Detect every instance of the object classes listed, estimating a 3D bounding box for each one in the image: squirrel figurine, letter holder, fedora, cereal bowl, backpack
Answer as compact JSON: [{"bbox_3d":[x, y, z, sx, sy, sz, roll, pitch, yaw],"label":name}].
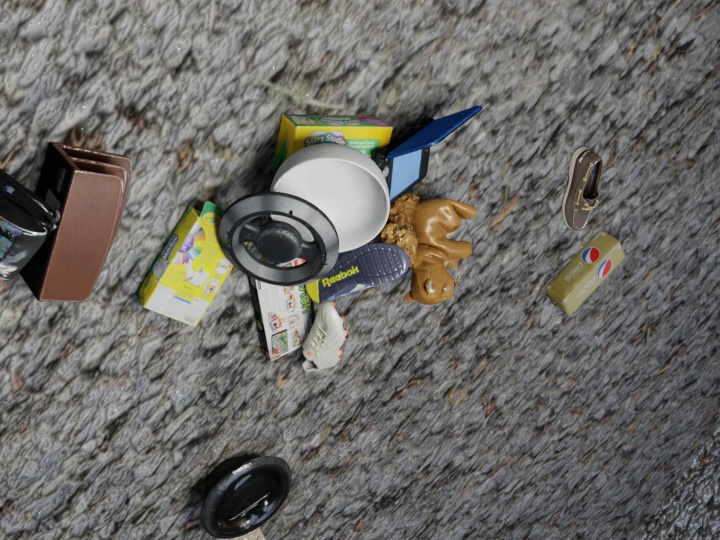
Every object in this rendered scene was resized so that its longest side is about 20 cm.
[{"bbox_3d":[0.108,-0.037,1.720,0.197,0.141,0.191,17,76,-26],"label":"squirrel figurine"},{"bbox_3d":[-0.398,-0.064,1.351,0.140,0.100,0.203,6,114,-43],"label":"letter holder"},{"bbox_3d":[-0.235,0.422,1.804,0.198,0.091,0.204,-21,129,-28],"label":"fedora"},{"bbox_3d":[-0.050,-0.127,1.495,0.195,0.084,0.202,-2,135,-2],"label":"cereal bowl"},{"bbox_3d":[-0.509,-0.077,1.187,0.200,0.178,0.151,42,92,-19],"label":"backpack"}]

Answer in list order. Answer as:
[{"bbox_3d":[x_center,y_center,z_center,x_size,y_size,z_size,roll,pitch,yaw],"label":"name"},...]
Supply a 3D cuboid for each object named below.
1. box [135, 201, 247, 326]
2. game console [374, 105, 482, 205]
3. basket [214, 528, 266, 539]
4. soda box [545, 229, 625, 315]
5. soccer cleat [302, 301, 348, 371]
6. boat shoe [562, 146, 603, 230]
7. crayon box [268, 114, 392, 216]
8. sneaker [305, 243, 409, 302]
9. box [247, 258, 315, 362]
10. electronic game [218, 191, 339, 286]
[{"bbox_3d":[-0.271,-0.016,1.524,0.117,0.048,0.202,27,101,-45],"label":"box"},{"bbox_3d":[0.117,-0.195,1.622,0.200,0.117,0.174,-40,143,-47],"label":"game console"},{"bbox_3d":[-0.243,0.664,1.909,0.197,0.160,0.202,-33,135,-18],"label":"basket"},{"bbox_3d":[0.529,0.005,2.175,0.200,0.064,0.068,-45,136,-7],"label":"soda box"},{"bbox_3d":[-0.070,0.130,1.702,0.077,0.070,0.201,-24,152,-19],"label":"soccer cleat"},{"bbox_3d":[0.493,-0.170,2.034,0.071,0.059,0.203,-20,128,-28],"label":"boat shoe"},{"bbox_3d":[-0.054,-0.174,1.588,0.197,0.058,0.176,-6,119,-36],"label":"crayon box"},{"bbox_3d":[0.000,0.000,1.655,0.197,0.075,0.082,-16,175,22],"label":"sneaker"},{"bbox_3d":[-0.140,0.061,1.687,0.109,0.035,0.203,-25,130,-25],"label":"box"},{"bbox_3d":[-0.131,-0.047,1.483,0.195,0.042,0.202,4,135,4],"label":"electronic game"}]
